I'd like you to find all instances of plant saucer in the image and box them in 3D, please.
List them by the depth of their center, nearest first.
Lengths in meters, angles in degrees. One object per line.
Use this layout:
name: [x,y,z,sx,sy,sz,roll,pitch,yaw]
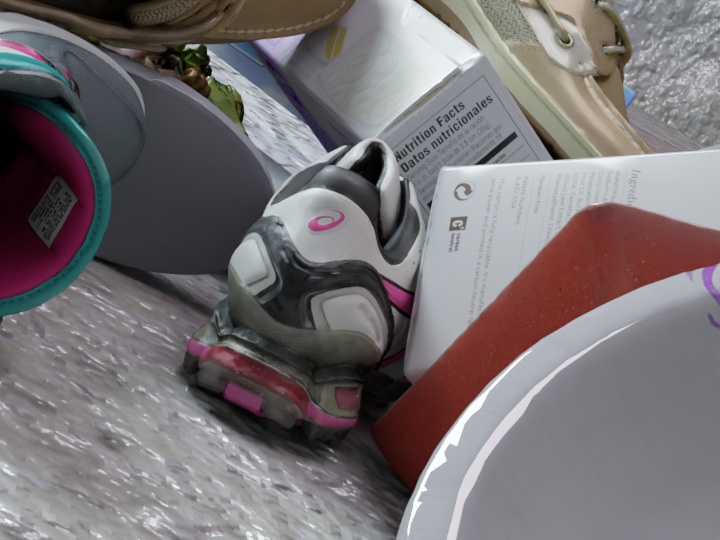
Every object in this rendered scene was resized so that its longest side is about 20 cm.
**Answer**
plant saucer: [0.123,0.058,0.743,0.199,0.037,0.200,15,-26,-13]

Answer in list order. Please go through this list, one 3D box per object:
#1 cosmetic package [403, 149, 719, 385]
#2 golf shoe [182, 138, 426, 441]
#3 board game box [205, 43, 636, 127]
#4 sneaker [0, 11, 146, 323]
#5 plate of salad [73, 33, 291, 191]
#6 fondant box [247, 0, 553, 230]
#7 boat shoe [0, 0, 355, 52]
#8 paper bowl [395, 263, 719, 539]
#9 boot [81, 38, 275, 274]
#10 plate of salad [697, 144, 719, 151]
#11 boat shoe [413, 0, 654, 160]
cosmetic package: [0.129,0.016,0.799,0.200,0.085,0.108,-2,-28,28]
golf shoe: [0.000,0.000,0.851,0.073,0.092,0.200,26,9,4]
board game box: [0.006,-0.101,1.063,0.200,0.037,0.151,38,-25,-3]
sneaker: [-0.109,-0.034,0.726,0.121,0.084,0.200,31,17,34]
plate of salad: [-0.095,-0.075,1.024,0.200,0.048,0.200,30,10,-6]
fondant box: [0.044,-0.024,0.974,0.200,0.058,0.144,55,-5,-34]
boat shoe: [-0.070,-0.106,0.858,0.200,0.071,0.065,-1,29,-41]
paper bowl: [0.107,0.097,0.506,0.200,0.104,0.201,-3,41,2]
boot: [-0.123,-0.070,0.884,0.200,0.074,0.096,26,18,-15]
plate of salad: [0.186,0.040,1.040,0.048,0.200,0.200,-30,54,-25]
boat shoe: [0.073,-0.089,0.942,0.200,0.065,0.072,50,-3,15]
